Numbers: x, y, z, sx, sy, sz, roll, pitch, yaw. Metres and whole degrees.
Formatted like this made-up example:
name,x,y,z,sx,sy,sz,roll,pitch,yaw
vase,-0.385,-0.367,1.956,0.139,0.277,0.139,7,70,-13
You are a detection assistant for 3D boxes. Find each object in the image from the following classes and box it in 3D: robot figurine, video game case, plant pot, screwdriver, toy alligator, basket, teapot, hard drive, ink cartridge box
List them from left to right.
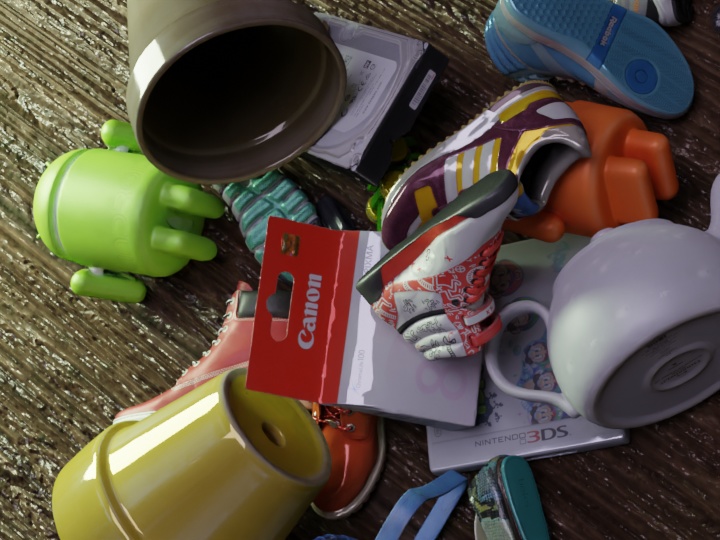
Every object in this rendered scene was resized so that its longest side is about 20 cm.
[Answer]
name,x,y,z,sx,sy,sz,roll,pitch,yaw
robot figurine,-0.234,-0.058,1.878,0.200,0.116,0.176,9,89,28
plant pot,-0.134,0.191,1.675,0.189,0.201,0.201,-42,59,23
plant pot,-0.133,-0.207,1.754,0.200,0.200,0.174,-34,52,12
hard drive,-0.016,-0.166,1.815,0.200,0.038,0.140,26,84,54
screwdriver,0.000,0.000,1.773,0.029,0.028,0.200,-55,41,29
ink cartridge box,0.011,0.044,1.667,0.057,0.200,0.163,-23,57,61
basket,0.019,0.263,1.621,0.139,0.176,0.200,29,100,17
toy alligator,0.039,-0.060,1.788,0.054,0.059,0.200,0,67,-17
video game case,0.140,0.071,1.708,0.182,0.024,0.200,-12,67,21
robot figurine,0.176,-0.091,1.686,0.200,0.117,0.144,12,84,37
teapot,0.227,0.028,1.591,0.146,0.200,0.197,61,146,31

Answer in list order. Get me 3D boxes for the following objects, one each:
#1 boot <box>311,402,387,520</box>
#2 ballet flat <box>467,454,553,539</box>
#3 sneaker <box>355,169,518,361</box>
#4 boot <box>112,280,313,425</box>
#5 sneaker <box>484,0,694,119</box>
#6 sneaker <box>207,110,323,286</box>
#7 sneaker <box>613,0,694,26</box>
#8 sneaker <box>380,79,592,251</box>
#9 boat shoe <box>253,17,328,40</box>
name,x,y,z,sx,sy,sz,roll,pitch,yaw
boot,-0.020,0.121,1.721,0.075,0.107,0.200,7,77,25
ballet flat,0.138,0.257,1.630,0.074,0.074,0.200,-22,63,18
sneaker,0.091,0.002,1.580,0.108,0.067,0.201,48,134,-5
boot,-0.142,0.088,1.813,0.200,0.072,0.144,-14,67,12
sneaker,0.202,-0.193,1.746,0.200,0.131,0.080,36,70,-4
sneaker,-0.093,-0.070,1.851,0.074,0.088,0.200,-35,85,3
sneaker,0.248,-0.310,1.761,0.079,0.074,0.200,-16,67,26
sneaker,0.102,-0.069,1.613,0.200,0.075,0.090,-43,50,17
boat shoe,-0.116,-0.244,1.892,0.200,0.065,0.072,15,71,47
